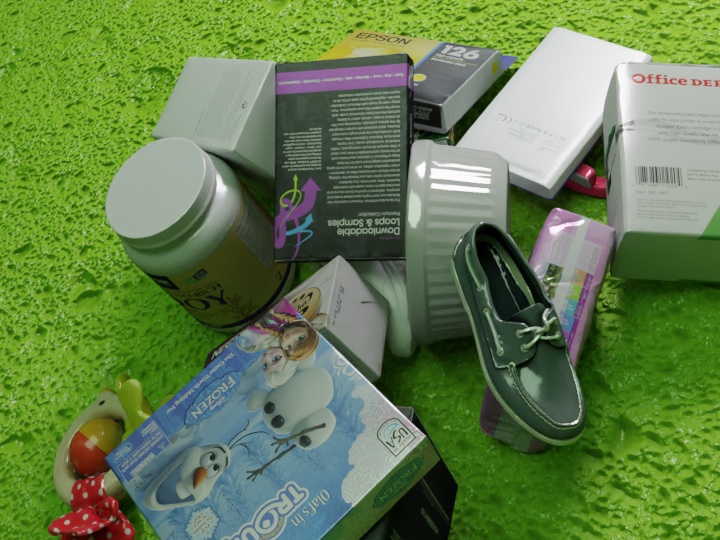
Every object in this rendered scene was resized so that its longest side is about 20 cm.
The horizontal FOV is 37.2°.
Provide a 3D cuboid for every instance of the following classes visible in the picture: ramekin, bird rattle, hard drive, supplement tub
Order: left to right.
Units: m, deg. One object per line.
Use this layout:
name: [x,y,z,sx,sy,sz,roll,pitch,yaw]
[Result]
bird rattle: [-0.265,0.208,1.140,0.162,0.112,0.202,22,81,47]
supplement tub: [-0.172,-0.037,1.171,0.143,0.200,0.147,-13,56,20]
ramekin: [0.100,-0.028,1.056,0.093,0.203,0.205,0,56,9]
hard drive: [0.210,-0.176,1.167,0.131,0.025,0.201,27,69,36]

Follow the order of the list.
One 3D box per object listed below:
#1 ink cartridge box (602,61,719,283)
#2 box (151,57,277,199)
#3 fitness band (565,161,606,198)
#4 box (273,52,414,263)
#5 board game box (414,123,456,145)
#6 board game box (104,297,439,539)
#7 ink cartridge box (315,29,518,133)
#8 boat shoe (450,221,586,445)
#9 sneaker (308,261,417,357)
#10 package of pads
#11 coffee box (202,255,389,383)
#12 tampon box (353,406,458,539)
ink cartridge box: [0.315,-0.096,1.039,0.143,0.085,0.203,4,60,3]
box: [-0.117,-0.157,1.214,0.199,0.151,0.108,18,81,52]
fitness band: [0.258,-0.156,1.174,0.143,0.038,0.199,-43,51,-12]
box: [-0.017,-0.109,1.067,0.141,0.036,0.204,-1,85,17]
board game box: [0.064,-0.186,1.248,0.103,0.024,0.201,-8,34,15]
board game box: [-0.074,0.147,0.836,0.200,0.044,0.199,-42,51,-10]
ink cartridge box: [0.057,-0.237,1.251,0.195,0.048,0.200,14,43,28]
boat shoe: [0.134,0.049,0.899,0.072,0.062,0.202,-17,67,-15]
sneaker: [0.000,0.000,1.113,0.098,0.078,0.203,-20,83,9]
package of pads: [0.173,0.057,1.000,0.075,0.121,0.202,19,63,7]
coffee box: [-0.071,0.092,1.054,0.199,0.080,0.114,-35,25,28]
tampon box: [-0.038,0.201,0.909,0.197,0.150,0.128,1,55,25]
